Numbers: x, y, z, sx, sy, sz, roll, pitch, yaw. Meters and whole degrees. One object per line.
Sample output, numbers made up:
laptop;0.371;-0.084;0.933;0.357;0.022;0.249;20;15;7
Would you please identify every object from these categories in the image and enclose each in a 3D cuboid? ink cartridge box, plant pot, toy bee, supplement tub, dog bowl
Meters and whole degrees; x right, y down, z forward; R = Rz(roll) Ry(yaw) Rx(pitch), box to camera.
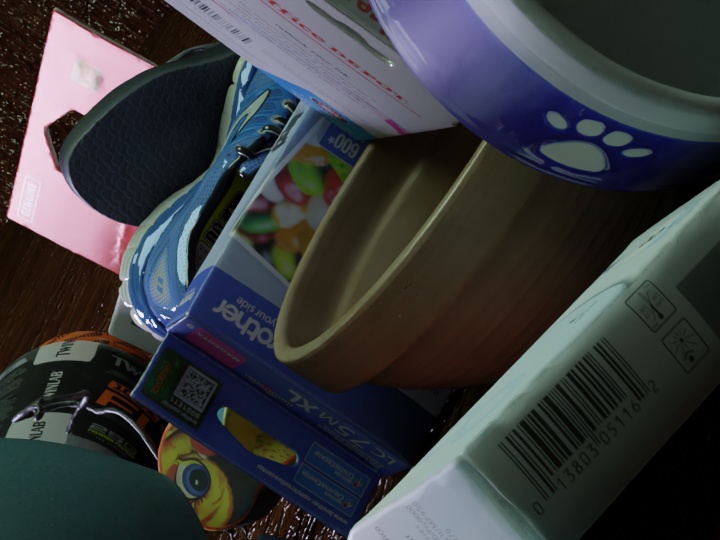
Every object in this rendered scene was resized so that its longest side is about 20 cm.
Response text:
ink cartridge box;0.000;0.000;1.126;0.201;0.119;0.042;-59;11;-19
ink cartridge box;-0.108;-0.030;1.402;0.200;0.175;0.045;114;-178;-55
plant pot;0.058;-0.023;1.024;0.201;0.092;0.201;-51;12;15
plant pot;-0.130;0.156;1.135;0.134;0.202;0.200;-19;1;-18
toy bee;-0.047;0.077;1.204;0.199;0.109;0.130;-26;-8;41
ink cartridge box;-0.005;-0.112;1.013;0.068;0.115;0.200;-56;12;-7
supplement tub;-0.163;0.118;1.460;0.123;0.122;0.200;-51;13;20
dog bowl;0.097;-0.132;0.900;0.201;0.199;0.079;-61;10;-28
ink cartridge box;0.045;0.058;0.862;0.160;0.047;0.200;-43;4;-35

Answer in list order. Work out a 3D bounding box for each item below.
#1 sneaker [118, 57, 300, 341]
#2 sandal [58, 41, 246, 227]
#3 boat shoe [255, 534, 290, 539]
sneaker;-0.033;-0.050;1.238;0.201;0.078;0.089;-60;24;-10
sandal;-0.064;-0.086;1.297;0.200;0.077;0.043;-33;27;-25
boat shoe;-0.070;0.185;1.024;0.201;0.068;0.084;-54;11;6
